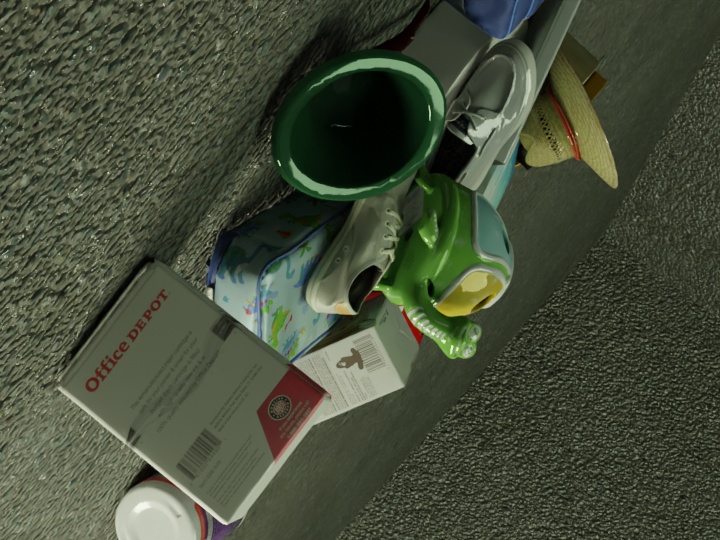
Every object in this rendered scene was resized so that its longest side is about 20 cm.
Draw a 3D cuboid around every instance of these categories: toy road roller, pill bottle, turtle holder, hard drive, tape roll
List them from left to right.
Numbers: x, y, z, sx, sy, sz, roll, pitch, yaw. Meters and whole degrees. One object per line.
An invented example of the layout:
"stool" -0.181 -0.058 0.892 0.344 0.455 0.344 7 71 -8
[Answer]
"pill bottle" -0.204 0.286 1.785 0.112 0.111 0.200 -57 166 20
"tape roll" 0.099 -0.216 1.614 0.203 0.071 0.203 -50 168 -15
"turtle holder" 0.093 -0.012 1.500 0.141 0.131 0.186 -59 -156 16
"toy road roller" 0.214 -0.218 1.927 0.200 0.123 0.146 -48 -178 -20
"hard drive" 0.186 -0.215 1.646 0.132 0.026 0.201 -141 -104 -84

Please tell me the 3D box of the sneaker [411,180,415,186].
"sneaker" 0.017 -0.111 1.576 0.070 0.078 0.200 -47 165 -7

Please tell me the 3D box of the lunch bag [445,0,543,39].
"lunch bag" 0.119 -0.305 1.285 0.132 0.136 0.200 -50 167 -13

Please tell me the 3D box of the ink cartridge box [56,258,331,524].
"ink cartridge box" -0.147 0.108 1.301 0.146 0.200 0.085 -52 173 -2

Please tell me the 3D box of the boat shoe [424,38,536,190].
"boat shoe" 0.118 -0.155 1.543 0.068 0.072 0.200 -27 156 -50

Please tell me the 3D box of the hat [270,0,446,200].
"hat" -0.018 -0.182 1.405 0.199 0.176 0.166 13 123 -34

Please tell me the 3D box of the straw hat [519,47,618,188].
"straw hat" 0.222 -0.165 1.703 0.085 0.202 0.201 -24 167 2

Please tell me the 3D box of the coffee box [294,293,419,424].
"coffee box" -0.045 0.111 1.610 0.199 0.080 0.114 -24 -168 18

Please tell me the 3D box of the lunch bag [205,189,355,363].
"lunch bag" -0.078 0.015 1.487 0.200 0.082 0.161 -39 141 -48

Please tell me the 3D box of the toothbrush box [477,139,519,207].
"toothbrush box" 0.121 -0.095 1.780 0.147 0.085 0.201 90 26 -62

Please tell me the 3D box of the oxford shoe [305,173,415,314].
"oxford shoe" 0.017 -0.039 1.459 0.201 0.058 0.075 -61 155 -7

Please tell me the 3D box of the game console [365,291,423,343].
"game console" -0.026 0.070 1.773 0.200 0.119 0.173 -4 123 -50
